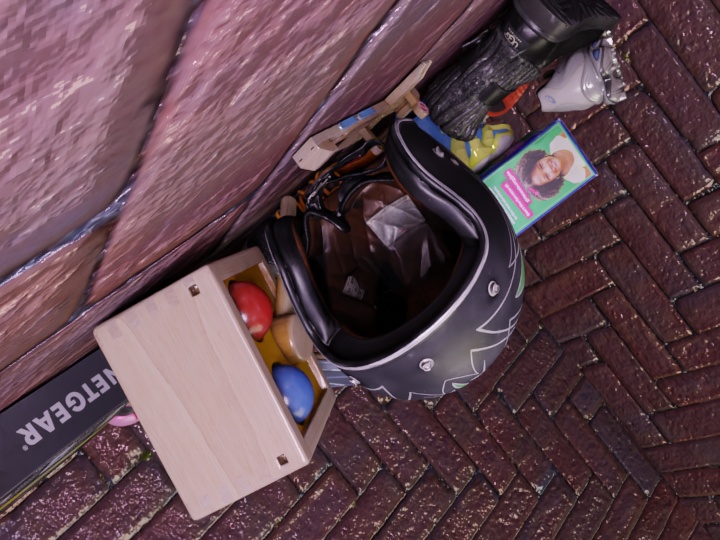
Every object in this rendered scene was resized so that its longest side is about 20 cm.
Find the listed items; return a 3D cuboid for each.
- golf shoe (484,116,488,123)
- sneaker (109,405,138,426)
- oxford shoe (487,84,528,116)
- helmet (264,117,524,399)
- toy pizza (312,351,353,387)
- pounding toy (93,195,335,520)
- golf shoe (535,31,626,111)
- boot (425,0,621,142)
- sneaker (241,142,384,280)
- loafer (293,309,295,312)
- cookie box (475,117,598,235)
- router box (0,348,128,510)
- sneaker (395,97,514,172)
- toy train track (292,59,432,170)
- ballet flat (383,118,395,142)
[{"bbox_3d":[0.150,-0.217,0.983,0.199,0.092,0.075,-41,180,17],"label":"golf shoe"},{"bbox_3d":[-0.225,0.094,0.847,0.200,0.079,0.096,-45,168,-32],"label":"sneaker"},{"bbox_3d":[0.188,-0.273,0.824,0.200,0.071,0.073,-47,-146,7],"label":"oxford shoe"},{"bbox_3d":[0.037,0.001,0.571,0.198,0.192,0.200,-34,177,-2],"label":"helmet"},{"bbox_3d":[-0.080,0.103,0.775,0.196,0.032,0.200,-2,165,0],"label":"toy pizza"},{"bbox_3d":[-0.093,0.054,0.601,0.140,0.186,0.200,-27,-176,8],"label":"pounding toy"},{"bbox_3d":[0.242,-0.227,0.812,0.096,0.079,0.200,-17,-164,25],"label":"golf shoe"},{"bbox_3d":[0.161,-0.218,0.724,0.210,0.080,0.158,-27,165,-48],"label":"boot"},{"bbox_3d":[-0.038,-0.062,0.721,0.199,0.078,0.078,-35,152,-16],"label":"sneaker"},{"bbox_3d":[-0.103,0.040,0.778,0.067,0.077,0.199,7,-174,-30],"label":"loafer"},{"bbox_3d":[0.144,-0.072,0.808,0.199,0.076,0.171,-38,-178,5],"label":"cookie box"},{"bbox_3d":[-0.281,0.150,0.608,0.157,0.052,0.200,-40,-178,28],"label":"router box"},{"bbox_3d":[0.100,-0.152,0.784,0.075,0.106,0.200,-35,-176,36],"label":"sneaker"},{"bbox_3d":[0.009,-0.114,0.591,0.114,0.033,0.200,-39,-178,35],"label":"toy train track"},{"bbox_3d":[0.024,-0.090,0.848,0.067,0.068,0.203,3,114,-49],"label":"ballet flat"}]
